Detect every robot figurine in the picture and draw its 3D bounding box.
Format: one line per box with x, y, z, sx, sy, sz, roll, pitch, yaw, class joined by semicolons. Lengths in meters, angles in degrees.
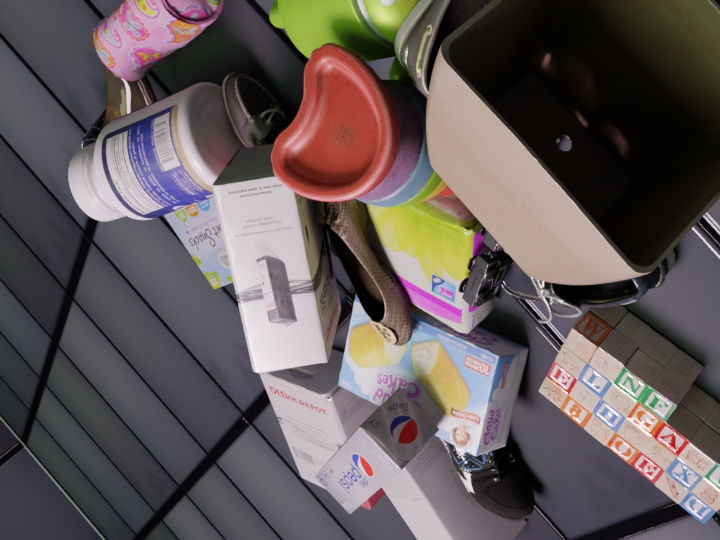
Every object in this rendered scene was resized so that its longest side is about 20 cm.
0.008;-0.238;0.899;0.198;0.117;0.175;2;151;48;robot figurine

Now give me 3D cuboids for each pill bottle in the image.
-0.227;-0.124;1.188;0.198;0.120;0.121;-15;113;32;pill bottle

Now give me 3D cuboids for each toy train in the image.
0.138;-0.049;0.967;0.034;0.045;0.202;43;134;30;toy train

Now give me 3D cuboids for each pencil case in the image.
-0.228;-0.280;1.181;0.199;0.087;0.088;-15;111;56;pencil case

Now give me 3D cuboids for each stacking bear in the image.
0.038;-0.109;0.921;0.113;0.199;0.123;35;110;31;stacking bear

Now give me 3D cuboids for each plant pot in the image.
0.160;-0.106;0.793;0.200;0.199;0.177;48;158;2;plant pot

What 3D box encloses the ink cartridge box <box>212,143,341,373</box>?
-0.081;-0.017;1.090;0.082;0.145;0.203;-7;109;7;ink cartridge box

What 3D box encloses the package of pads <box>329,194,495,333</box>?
0.050;-0.047;1.085;0.199;0.068;0.156;30;143;28;package of pads

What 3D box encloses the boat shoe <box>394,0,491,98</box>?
0.099;-0.218;0.789;0.203;0.071;0.061;-54;34;27;boat shoe

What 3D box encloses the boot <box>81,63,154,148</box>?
-0.315;-0.182;1.368;0.074;0.097;0.202;24;139;34;boot

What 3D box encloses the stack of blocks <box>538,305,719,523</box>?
0.276;0.129;0.995;0.199;0.058;0.116;39;146;17;stack of blocks

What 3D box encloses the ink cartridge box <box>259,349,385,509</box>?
-0.039;0.204;1.432;0.144;0.085;0.202;15;135;42;ink cartridge box

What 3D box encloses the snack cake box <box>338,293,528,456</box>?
0.076;0.107;1.168;0.198;0.067;0.117;22;108;36;snack cake box

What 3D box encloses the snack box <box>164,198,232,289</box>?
-0.182;-0.087;1.329;0.201;0.068;0.168;56;146;-11;snack box

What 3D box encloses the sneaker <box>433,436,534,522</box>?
0.139;0.207;1.228;0.201;0.073;0.082;50;140;-3;sneaker

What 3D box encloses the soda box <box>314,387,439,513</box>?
0.015;0.204;1.179;0.063;0.068;0.200;45;150;7;soda box

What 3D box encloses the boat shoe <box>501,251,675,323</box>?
0.193;0.006;0.969;0.199;0.062;0.075;-1;125;51;boat shoe

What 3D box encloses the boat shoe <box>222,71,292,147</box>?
-0.083;-0.131;1.166;0.057;0.067;0.202;-12;108;44;boat shoe

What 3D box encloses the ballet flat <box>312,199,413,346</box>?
0.000;0.000;1.090;0.067;0.046;0.202;11;132;47;ballet flat

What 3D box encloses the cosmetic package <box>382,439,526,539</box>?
0.103;0.268;1.304;0.084;0.107;0.201;-17;108;55;cosmetic package
